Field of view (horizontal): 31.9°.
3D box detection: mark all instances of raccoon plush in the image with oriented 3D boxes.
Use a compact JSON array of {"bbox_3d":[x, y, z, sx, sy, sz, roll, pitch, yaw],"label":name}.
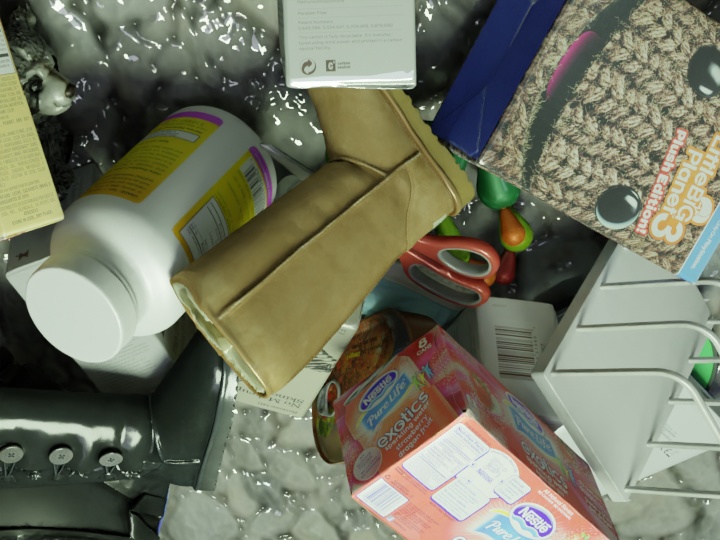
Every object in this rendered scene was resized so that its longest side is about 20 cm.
[{"bbox_3d":[-0.287,-0.103,0.875,0.198,0.097,0.135,-9,123,3],"label":"raccoon plush"}]

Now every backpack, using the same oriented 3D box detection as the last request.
[{"bbox_3d":[-0.263,0.191,1.062,0.189,0.202,0.154,24,166,-20],"label":"backpack"}]

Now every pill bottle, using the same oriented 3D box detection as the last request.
[{"bbox_3d":[-0.143,-0.026,0.867,0.103,0.200,0.105,14,128,19],"label":"pill bottle"}]

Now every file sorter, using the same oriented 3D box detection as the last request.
[{"bbox_3d":[0.248,0.054,0.951,0.124,0.200,0.139,-6,127,45],"label":"file sorter"}]

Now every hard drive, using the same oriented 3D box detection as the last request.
[{"bbox_3d":[0.223,0.155,1.142,0.199,0.026,0.132,-29,134,24],"label":"hard drive"}]

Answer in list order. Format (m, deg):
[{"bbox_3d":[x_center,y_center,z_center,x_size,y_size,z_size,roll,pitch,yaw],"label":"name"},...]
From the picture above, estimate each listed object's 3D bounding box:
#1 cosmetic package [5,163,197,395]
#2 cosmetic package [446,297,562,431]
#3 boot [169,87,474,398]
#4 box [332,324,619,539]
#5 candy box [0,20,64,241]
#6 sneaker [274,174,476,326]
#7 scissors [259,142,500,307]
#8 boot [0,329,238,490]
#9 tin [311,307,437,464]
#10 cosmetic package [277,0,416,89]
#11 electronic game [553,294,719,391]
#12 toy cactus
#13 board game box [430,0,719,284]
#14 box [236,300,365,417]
[{"bbox_3d":[-0.189,0.027,0.986,0.073,0.102,0.201,-20,131,10],"label":"cosmetic package"},{"bbox_3d":[0.091,0.112,1.040,0.073,0.102,0.200,7,150,-16],"label":"cosmetic package"},{"bbox_3d":[-0.043,-0.047,0.825,0.200,0.175,0.066,-40,177,-17],"label":"boot"},{"bbox_3d":[0.084,0.145,0.886,0.102,0.095,0.200,-37,124,17],"label":"box"},{"bbox_3d":[-0.271,-0.111,0.797,0.115,0.055,0.202,-12,99,37],"label":"candy box"},{"bbox_3d":[0.000,0.000,1.000,0.199,0.074,0.082,30,119,-26],"label":"sneaker"},{"bbox_3d":[0.010,-0.029,0.910,0.199,0.014,0.073,24,145,-6],"label":"scissors"},{"bbox_3d":[-0.196,0.098,0.936,0.198,0.066,0.166,6,122,-13],"label":"boot"},{"bbox_3d":[0.012,0.097,1.005,0.042,0.113,0.200,12,164,-21],"label":"tin"},{"bbox_3d":[-0.011,-0.214,0.743,0.080,0.113,0.202,-1,107,-4],"label":"cosmetic package"},{"bbox_3d":[0.220,0.092,1.122,0.198,0.042,0.201,-3,131,-4],"label":"electronic game"},{"bbox_3d":[0.069,-0.081,0.942,0.199,0.102,0.166,26,105,-23],"label":"toy cactus"},{"bbox_3d":[0.176,-0.111,0.869,0.199,0.097,0.160,25,99,-25],"label":"board game box"},{"bbox_3d":[-0.054,0.044,0.982,0.081,0.069,0.200,16,152,-6],"label":"box"}]
